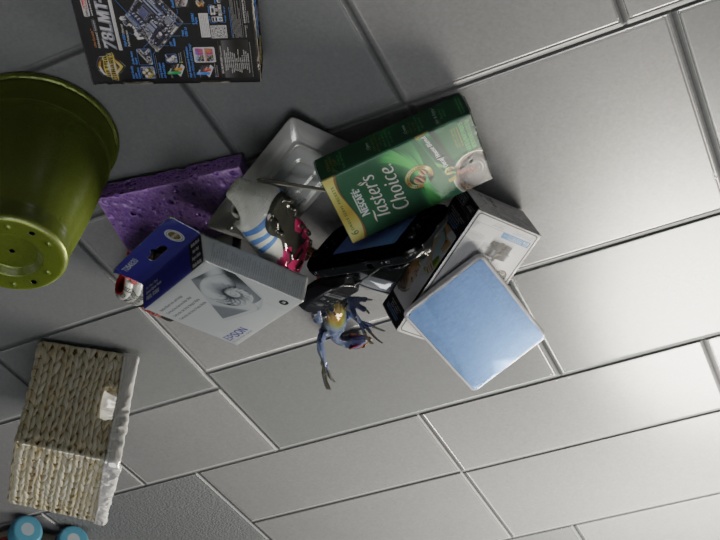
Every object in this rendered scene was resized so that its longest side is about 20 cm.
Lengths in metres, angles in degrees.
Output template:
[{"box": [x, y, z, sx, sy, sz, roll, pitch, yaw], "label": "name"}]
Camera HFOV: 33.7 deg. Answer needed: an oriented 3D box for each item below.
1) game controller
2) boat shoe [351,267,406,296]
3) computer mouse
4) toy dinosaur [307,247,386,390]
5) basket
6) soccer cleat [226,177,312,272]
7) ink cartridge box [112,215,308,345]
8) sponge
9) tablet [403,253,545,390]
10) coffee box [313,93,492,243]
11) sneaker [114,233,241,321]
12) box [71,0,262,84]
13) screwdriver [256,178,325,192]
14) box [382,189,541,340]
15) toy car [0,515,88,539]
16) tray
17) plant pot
[{"box": [0.021, -0.038, 1.503, 0.198, 0.105, 0.042, -9, 129, 41], "label": "game controller"}, {"box": [0.071, 0.032, 1.633, 0.197, 0.074, 0.068, 12, 121, -15], "label": "boat shoe"}, {"box": [0.000, 0.000, 1.553, 0.198, 0.034, 0.058, -27, 160, 19], "label": "computer mouse"}, {"box": [-0.026, 0.059, 1.695, 0.103, 0.203, 0.182, -15, 175, -7], "label": "toy dinosaur"}, {"box": [-0.432, 0.243, 1.792, 0.158, 0.200, 0.201, 12, 139, -12], "label": "basket"}, {"box": [-0.115, -0.055, 1.480, 0.085, 0.070, 0.201, 25, 159, 17], "label": "soccer cleat"}, {"box": [-0.197, 0.020, 1.515, 0.198, 0.041, 0.199, 24, 149, -23], "label": "ink cartridge box"}, {"box": [-0.229, -0.084, 1.536, 0.197, 0.030, 0.112, -10, 140, 12], "label": "sponge"}, {"box": [0.153, 0.072, 1.568, 0.129, 0.014, 0.200, -37, 130, 7], "label": "tablet"}, {"box": [0.054, -0.121, 1.448, 0.197, 0.044, 0.124, -23, 137, 3], "label": "coffee box"}, {"box": [-0.252, -0.004, 1.601, 0.107, 0.068, 0.201, 25, 137, -30], "label": "sneaker"}, {"box": [-0.209, -0.289, 1.278, 0.195, 0.050, 0.202, -1, 140, 1], "label": "box"}, {"box": [-0.046, -0.096, 1.478, 0.197, 0.028, 0.030, 0, 112, -36], "label": "screwdriver"}, {"box": [0.131, 0.001, 1.554, 0.115, 0.060, 0.201, 20, 115, -33], "label": "box"}, {"box": [-0.610, 0.592, 2.201, 0.175, 0.202, 0.185, 19, 136, -22], "label": "toy car"}, {"box": [-0.099, -0.099, 1.493, 0.106, 0.022, 0.200, 19, 128, -34], "label": "tray"}, {"box": [-0.395, -0.091, 1.398, 0.197, 0.195, 0.202, 0, 140, 0], "label": "plant pot"}]
